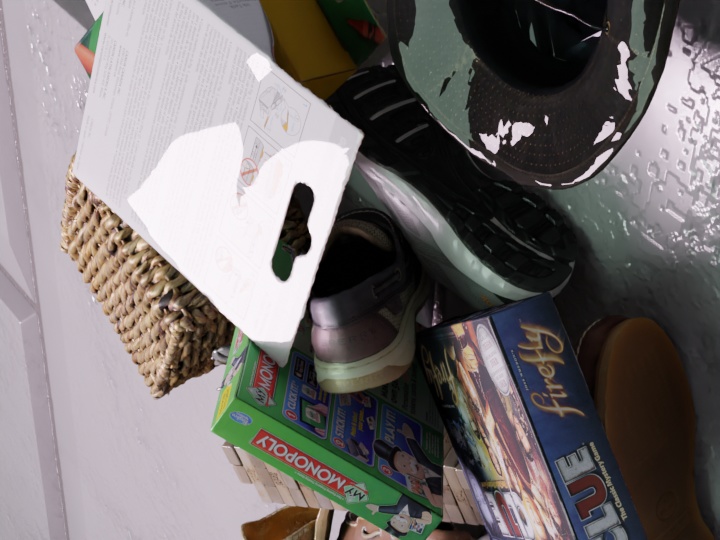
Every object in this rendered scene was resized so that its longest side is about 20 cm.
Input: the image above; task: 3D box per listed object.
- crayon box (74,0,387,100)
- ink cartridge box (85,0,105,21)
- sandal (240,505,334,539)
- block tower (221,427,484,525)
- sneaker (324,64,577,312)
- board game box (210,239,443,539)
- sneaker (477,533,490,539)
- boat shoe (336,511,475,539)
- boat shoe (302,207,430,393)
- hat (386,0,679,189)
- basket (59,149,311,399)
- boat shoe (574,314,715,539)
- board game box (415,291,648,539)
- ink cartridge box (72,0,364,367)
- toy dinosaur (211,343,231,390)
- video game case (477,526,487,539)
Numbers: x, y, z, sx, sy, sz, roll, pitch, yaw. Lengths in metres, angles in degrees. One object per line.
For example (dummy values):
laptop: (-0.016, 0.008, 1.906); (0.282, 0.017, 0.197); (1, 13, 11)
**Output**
crayon box: (-0.083, -0.134, 0.905); (0.200, 0.051, 0.127); (-38, 77, 45)
ink cartridge box: (-0.115, -0.186, 1.032); (0.146, 0.084, 0.200); (-32, 83, 59)
sandal: (-0.052, 0.190, 1.128); (0.078, 0.069, 0.212); (-73, 2, -68)
block tower: (0.010, 0.122, 0.994); (0.200, 0.058, 0.054); (2, 130, 35)
sneaker: (0.041, -0.042, 0.890); (0.200, 0.074, 0.079); (52, 153, 26)
board game box: (-0.012, 0.064, 0.904); (0.134, 0.200, 0.029); (31, 114, -11)
sneaker: (0.136, 0.233, 0.926); (0.200, 0.078, 0.100); (37, 143, 44)
boat shoe: (0.037, 0.188, 1.063); (0.200, 0.075, 0.074); (-167, 83, -71)
boat shoe: (0.000, 0.000, 0.890); (0.200, 0.072, 0.065); (-80, -20, -65)
hat: (0.095, -0.144, 0.717); (0.200, 0.081, 0.201); (26, 125, 43)
basket: (-0.116, -0.022, 1.086); (0.149, 0.143, 0.200); (58, 160, 10)
boat shoe: (0.143, 0.116, 0.829); (0.070, 0.070, 0.200); (11, 119, 52)
board game box: (0.083, 0.086, 0.807); (0.200, 0.035, 0.136); (147, 101, -80)
ink cartridge box: (-0.074, -0.069, 0.853); (0.200, 0.050, 0.161); (39, 129, 26)
toy dinosaur: (0.001, 0.074, 1.053); (0.200, 0.077, 0.102); (29, 149, 1)
video game case: (0.131, 0.281, 1.026); (0.200, 0.019, 0.143); (51, 148, 27)
